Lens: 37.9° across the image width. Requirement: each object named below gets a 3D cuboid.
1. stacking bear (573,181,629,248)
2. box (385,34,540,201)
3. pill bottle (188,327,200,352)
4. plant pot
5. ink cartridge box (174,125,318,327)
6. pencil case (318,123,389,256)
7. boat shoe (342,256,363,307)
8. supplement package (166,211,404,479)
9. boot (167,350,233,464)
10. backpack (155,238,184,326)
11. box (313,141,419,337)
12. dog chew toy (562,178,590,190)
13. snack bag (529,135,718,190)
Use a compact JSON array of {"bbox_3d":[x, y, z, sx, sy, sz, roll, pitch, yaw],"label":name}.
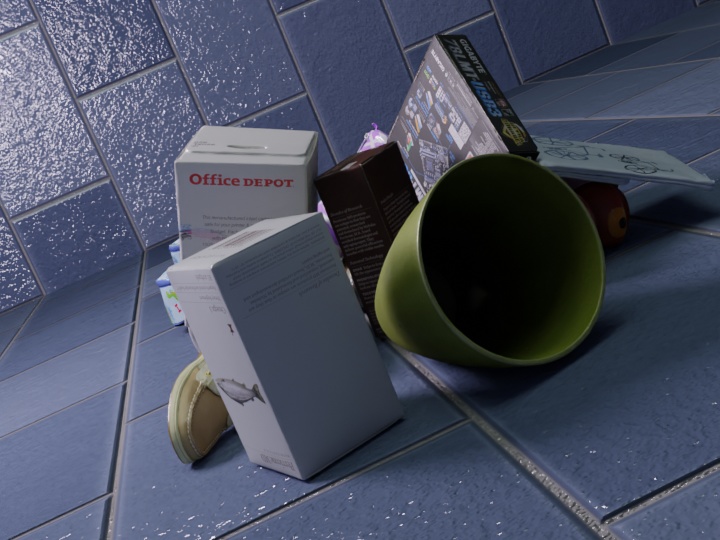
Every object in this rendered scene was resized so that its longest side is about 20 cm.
[{"bbox_3d":[0.211,-0.044,1.150,0.199,0.122,0.114,-18,16,-24],"label":"stacking bear"},{"bbox_3d":[0.109,-0.138,1.233,0.049,0.201,0.199,-7,-37,-27],"label":"box"},{"bbox_3d":[-0.129,0.042,1.387,0.113,0.114,0.200,-15,14,34],"label":"pill bottle"},{"bbox_3d":[0.095,0.014,0.982,0.187,0.188,0.200,-29,-2,-27],"label":"plant pot"},{"bbox_3d":[-0.125,-0.052,1.214,0.146,0.201,0.145,2,23,2],"label":"ink cartridge box"},{"bbox_3d":[-0.009,-0.100,1.400,0.200,0.085,0.084,-51,2,-4],"label":"pencil case"},{"bbox_3d":[0.000,0.000,1.437,0.072,0.076,0.200,-20,10,24],"label":"boat shoe"},{"bbox_3d":[-0.067,0.064,0.932,0.117,0.201,0.117,-28,12,-28],"label":"supplement package"},{"bbox_3d":[-0.104,0.118,1.091,0.154,0.072,0.200,-8,28,19],"label":"boot"},{"bbox_3d":[-0.240,-0.004,1.749,0.199,0.148,0.183,-23,8,14],"label":"backpack"},{"bbox_3d":[0.029,-0.035,1.200,0.075,0.201,0.100,-13,15,30],"label":"box"},{"bbox_3d":[0.232,-0.095,1.312,0.199,0.125,0.124,-21,8,-36],"label":"dog chew toy"},{"bbox_3d":[0.283,-0.123,1.203,0.199,0.022,0.189,6,16,-3],"label":"snack bag"}]
